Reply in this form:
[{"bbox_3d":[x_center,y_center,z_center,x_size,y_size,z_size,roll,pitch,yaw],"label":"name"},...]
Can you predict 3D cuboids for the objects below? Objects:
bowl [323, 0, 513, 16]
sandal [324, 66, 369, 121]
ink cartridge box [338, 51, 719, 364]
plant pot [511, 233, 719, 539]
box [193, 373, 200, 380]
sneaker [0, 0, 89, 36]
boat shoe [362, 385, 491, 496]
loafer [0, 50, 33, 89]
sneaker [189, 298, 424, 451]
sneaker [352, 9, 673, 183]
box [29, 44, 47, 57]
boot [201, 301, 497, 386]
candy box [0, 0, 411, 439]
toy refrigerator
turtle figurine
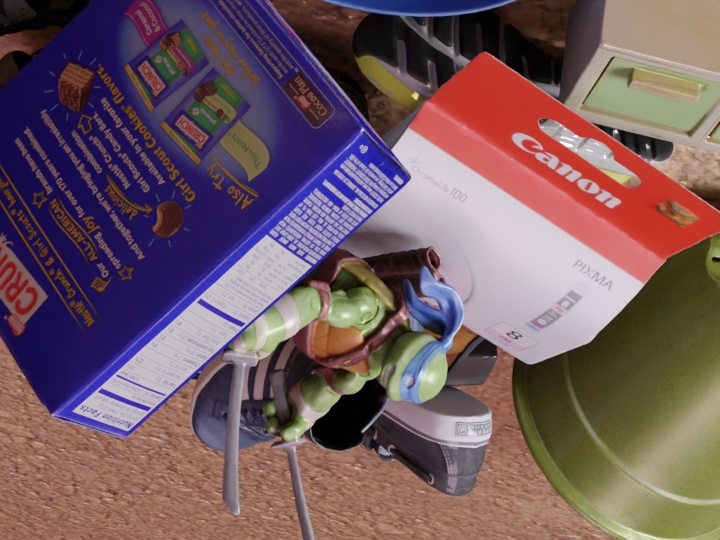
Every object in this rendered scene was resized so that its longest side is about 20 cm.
[{"bbox_3d":[0.012,-0.193,0.768,0.198,0.040,0.201,8,155,4],"label":"bowl"},{"bbox_3d":[-0.040,-0.046,1.003,0.081,0.055,0.201,-1,140,-19],"label":"sandal"},{"bbox_3d":[0.078,-0.023,0.878,0.162,0.057,0.200,32,161,-11],"label":"ink cartridge box"},{"bbox_3d":[0.228,0.053,1.069,0.198,0.202,0.190,17,142,-15],"label":"plant pot"},{"bbox_3d":[-0.164,0.018,1.271,0.197,0.050,0.200,17,154,-16],"label":"box"},{"bbox_3d":[-0.194,-0.149,0.895,0.082,0.071,0.199,29,148,-14],"label":"sneaker"},{"bbox_3d":[0.025,0.101,1.123,0.069,0.067,0.199,-2,-166,-32],"label":"boat shoe"},{"bbox_3d":[-0.171,-0.104,0.904,0.198,0.072,0.063,-12,122,-2],"label":"loafer"},{"bbox_3d":[-0.039,0.081,1.003,0.075,0.085,0.200,24,137,-31],"label":"sneaker"},{"bbox_3d":[0.075,-0.082,0.916,0.199,0.079,0.090,22,141,-24],"label":"sneaker"},{"bbox_3d":[-0.121,-0.081,1.016,0.142,0.036,0.200,-24,141,22],"label":"box"},{"bbox_3d":[0.000,0.000,1.023,0.198,0.069,0.189,5,145,-12],"label":"boot"},{"bbox_3d":[-0.103,-0.045,0.810,0.200,0.169,0.077,-41,152,6],"label":"candy box"},{"bbox_3d":[0.210,-0.100,0.854,0.198,0.071,0.076,14,155,-6],"label":"toy refrigerator"},{"bbox_3d":[-0.061,0.042,0.890,0.194,0.201,0.143,40,-166,30],"label":"turtle figurine"}]
